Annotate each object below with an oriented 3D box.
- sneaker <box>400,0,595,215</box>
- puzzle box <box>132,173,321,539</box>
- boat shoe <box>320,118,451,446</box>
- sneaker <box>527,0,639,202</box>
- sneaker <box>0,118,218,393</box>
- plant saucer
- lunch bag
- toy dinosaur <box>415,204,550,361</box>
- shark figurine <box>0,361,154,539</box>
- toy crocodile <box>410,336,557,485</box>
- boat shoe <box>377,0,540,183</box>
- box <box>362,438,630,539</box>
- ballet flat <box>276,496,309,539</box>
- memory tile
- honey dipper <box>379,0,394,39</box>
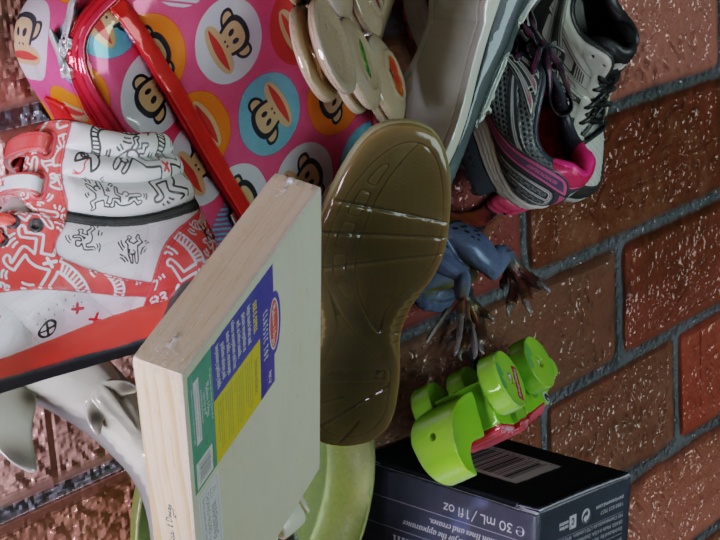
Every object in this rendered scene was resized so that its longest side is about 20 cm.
[{"bbox_3d":[0.090,-0.137,1.051,0.080,0.074,0.202,-32,103,-41],"label":"sneaker"},{"bbox_3d":[-0.057,0.070,0.790,0.201,0.025,0.133,92,24,-42],"label":"puzzle box"},{"bbox_3d":[0.002,0.001,0.922,0.072,0.063,0.202,1,122,-10],"label":"boat shoe"},{"bbox_3d":[0.147,-0.132,1.129,0.076,0.087,0.202,-41,128,-38],"label":"sneaker"},{"bbox_3d":[-0.161,-0.004,0.754,0.200,0.067,0.109,-15,84,-28],"label":"sneaker"},{"bbox_3d":[-0.066,0.133,0.983,0.199,0.031,0.202,-14,109,-48],"label":"plant saucer"},{"bbox_3d":[-0.090,-0.086,0.874,0.176,0.081,0.201,-50,131,-25],"label":"lunch bag"},{"bbox_3d":[0.026,-0.004,1.056,0.181,0.105,0.202,32,39,-38],"label":"toy dinosaur"},{"bbox_3d":[-0.146,0.072,0.825,0.215,0.089,0.128,46,67,-10],"label":"shark figurine"},{"bbox_3d":[0.086,0.088,1.088,0.062,0.067,0.200,65,21,4],"label":"toy crocodile"},{"bbox_3d":[0.063,-0.109,0.987,0.061,0.073,0.202,15,96,-39],"label":"boat shoe"},{"bbox_3d":[0.083,0.221,1.086,0.107,0.147,0.202,-12,107,-47],"label":"box"},{"bbox_3d":[-0.054,0.148,0.925,0.072,0.072,0.202,-33,122,-40],"label":"ballet flat"},{"bbox_3d":[-0.022,-0.179,0.880,0.153,0.017,0.202,10,65,-71],"label":"memory tile"},{"bbox_3d":[0.012,-0.149,1.002,0.038,0.038,0.202,28,78,-48],"label":"honey dipper"}]
